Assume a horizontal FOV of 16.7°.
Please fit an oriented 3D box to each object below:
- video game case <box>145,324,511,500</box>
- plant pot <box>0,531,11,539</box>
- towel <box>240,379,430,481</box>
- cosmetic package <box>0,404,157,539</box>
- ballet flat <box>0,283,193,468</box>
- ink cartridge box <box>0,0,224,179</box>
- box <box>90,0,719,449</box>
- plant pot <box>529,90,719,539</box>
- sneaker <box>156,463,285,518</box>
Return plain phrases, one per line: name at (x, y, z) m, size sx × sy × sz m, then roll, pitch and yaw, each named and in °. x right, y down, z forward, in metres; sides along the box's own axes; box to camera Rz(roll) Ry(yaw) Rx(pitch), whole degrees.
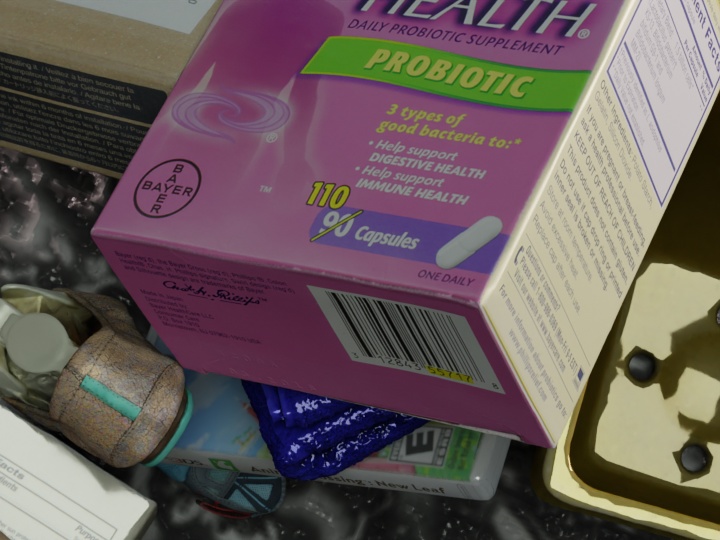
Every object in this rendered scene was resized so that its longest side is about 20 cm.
video game case at (0.000, 0.000, 1.072) m, size 0.181 × 0.022 × 0.201 m, roll 4°, pitch 60°, yaw 27°
plant pot at (-0.170, 0.179, 0.972) m, size 0.187 × 0.187 × 0.200 m, roll -32°, pitch 73°, yaw -10°
towel at (-0.005, -0.020, 1.043) m, size 0.147 × 0.050 × 0.200 m, roll -30°, pitch 50°, yaw 4°
cosmetic package at (-0.185, 0.165, 1.093) m, size 0.103 × 0.087 × 0.201 m, roll 33°, pitch 80°, yaw 1°
ballet flat at (-0.130, 0.035, 1.062) m, size 0.067 × 0.200 × 0.068 m, roll 31°, pitch 82°, yaw -22°
ink cartridge box at (-0.090, -0.137, 1.080) m, size 0.164 × 0.075 × 0.200 m, roll 15°, pitch 52°, yaw 24°
box at (0.025, -0.052, 0.961) m, size 0.175 × 0.097 × 0.201 m, roll 11°, pitch 59°, yaw 31°
plant pot at (0.179, 0.039, 1.094) m, size 0.193 × 0.200 × 0.197 m, roll 16°, pitch 80°, yaw -3°
sneaker at (-0.017, 0.031, 1.151) m, size 0.200 × 0.079 × 0.096 m, roll -48°, pitch 109°, yaw -11°
